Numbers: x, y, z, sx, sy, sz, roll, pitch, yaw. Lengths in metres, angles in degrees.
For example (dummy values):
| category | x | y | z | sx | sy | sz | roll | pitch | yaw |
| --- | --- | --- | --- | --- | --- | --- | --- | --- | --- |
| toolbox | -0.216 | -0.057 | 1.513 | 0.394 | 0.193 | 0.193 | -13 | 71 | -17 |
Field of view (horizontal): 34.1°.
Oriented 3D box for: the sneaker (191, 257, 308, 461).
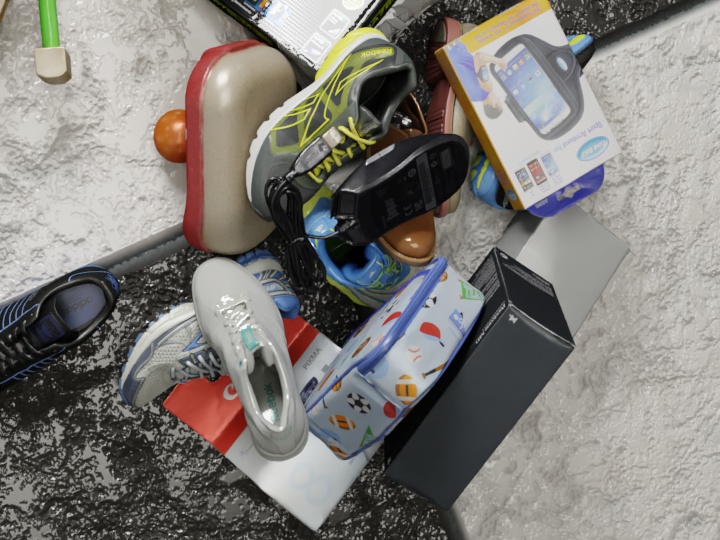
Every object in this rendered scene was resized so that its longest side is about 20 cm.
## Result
| category | x | y | z | sx | sy | sz | roll | pitch | yaw |
| --- | --- | --- | --- | --- | --- | --- | --- | --- | --- |
| sneaker | -0.097 | 0.066 | 1.046 | 0.074 | 0.089 | 0.202 | -24 | 69 | -8 |

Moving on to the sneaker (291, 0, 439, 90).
| category | x | y | z | sx | sy | sz | roll | pitch | yaw |
| --- | --- | --- | --- | --- | --- | --- | --- | --- | --- |
| sneaker | 0.011 | -0.240 | 1.166 | 0.198 | 0.075 | 0.083 | -26 | 107 | -1 |

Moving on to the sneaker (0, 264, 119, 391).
| category | x | y | z | sx | sy | sz | roll | pitch | yaw |
| --- | --- | --- | --- | --- | --- | --- | --- | --- | --- |
| sneaker | -0.311 | 0.060 | 1.086 | 0.199 | 0.078 | 0.071 | -37 | 103 | -11 |

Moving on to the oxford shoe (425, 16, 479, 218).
| category | x | y | z | sx | sy | sz | roll | pitch | yaw |
| --- | --- | --- | --- | --- | --- | --- | --- | --- | --- |
| oxford shoe | 0.106 | -0.153 | 1.195 | 0.074 | 0.070 | 0.203 | 4 | 93 | -19 |

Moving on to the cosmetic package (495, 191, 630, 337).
| category | x | y | z | sx | sy | sz | roll | pitch | yaw |
| --- | --- | --- | --- | --- | --- | --- | --- | --- | --- |
| cosmetic package | 0.177 | 0.026 | 1.222 | 0.106 | 0.090 | 0.201 | 37 | 81 | -14 |

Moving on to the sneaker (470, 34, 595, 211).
| category | x | y | z | sx | sy | sz | roll | pitch | yaw |
| --- | --- | --- | --- | --- | --- | --- | --- | --- | --- |
| sneaker | 0.187 | -0.154 | 1.223 | 0.082 | 0.071 | 0.201 | 27 | 91 | -22 |

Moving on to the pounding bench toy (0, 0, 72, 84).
| category | x | y | z | sx | sy | sz | roll | pitch | yaw |
| --- | --- | --- | --- | --- | --- | --- | --- | --- | --- |
| pounding bench toy | -0.324 | -0.272 | 1.033 | 0.198 | 0.124 | 0.158 | 22 | 88 | -16 |

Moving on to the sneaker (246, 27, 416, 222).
| category | x | y | z | sx | sy | sz | roll | pitch | yaw |
| --- | --- | --- | --- | --- | --- | --- | --- | --- | --- |
| sneaker | -0.027 | -0.126 | 1.038 | 0.074 | 0.084 | 0.201 | 35 | 89 | -40 |

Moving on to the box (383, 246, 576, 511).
| category | x | y | z | sx | sy | sz | roll | pitch | yaw |
| --- | --- | --- | --- | --- | --- | --- | --- | --- | --- |
| box | 0.103 | 0.099 | 1.094 | 0.078 | 0.141 | 0.201 | 32 | 109 | -9 |

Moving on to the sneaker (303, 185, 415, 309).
| category | x | y | z | sx | sy | sz | roll | pitch | yaw |
| --- | --- | --- | --- | --- | --- | --- | --- | --- | --- |
| sneaker | 0.000 | 0.000 | 1.132 | 0.076 | 0.105 | 0.199 | -46 | 128 | 9 |

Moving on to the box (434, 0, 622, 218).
| category | x | y | z | sx | sy | sz | roll | pitch | yaw |
| --- | --- | --- | --- | --- | --- | --- | --- | --- | --- |
| box | 0.171 | -0.155 | 1.155 | 0.118 | 0.041 | 0.202 | -30 | 94 | -8 |

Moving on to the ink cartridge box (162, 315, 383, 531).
| category | x | y | z | sx | sy | sz | roll | pitch | yaw |
| --- | --- | --- | --- | --- | --- | --- | --- | --- | --- |
| ink cartridge box | -0.072 | 0.136 | 1.177 | 0.200 | 0.047 | 0.161 | 41 | 82 | -17 |

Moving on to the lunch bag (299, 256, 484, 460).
| category | x | y | z | sx | sy | sz | roll | pitch | yaw |
| --- | --- | --- | --- | --- | --- | --- | --- | --- | --- |
| lunch bag | 0.025 | 0.080 | 1.081 | 0.075 | 0.200 | 0.161 | 40 | 52 | -6 |

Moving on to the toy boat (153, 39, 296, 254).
| category | x | y | z | sx | sy | sz | roll | pitch | yaw |
| --- | --- | --- | --- | --- | --- | --- | --- | --- | --- |
| toy boat | -0.139 | -0.118 | 1.108 | 0.130 | 0.129 | 0.203 | -29 | 128 | -54 |

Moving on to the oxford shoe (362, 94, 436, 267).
| category | x | y | z | sx | sy | sz | roll | pitch | yaw |
| --- | --- | --- | --- | --- | --- | --- | --- | --- | --- |
| oxford shoe | 0.039 | -0.092 | 1.118 | 0.070 | 0.072 | 0.202 | 7 | 49 | -19 |

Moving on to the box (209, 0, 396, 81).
| category | x | y | z | sx | sy | sz | roll | pitch | yaw |
| --- | --- | --- | --- | --- | --- | --- | --- | --- | --- |
| box | -0.051 | -0.307 | 1.111 | 0.199 | 0.048 | 0.194 | 38 | 86 | 10 |

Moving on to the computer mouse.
| category | x | y | z | sx | sy | sz | roll | pitch | yaw |
| --- | --- | --- | --- | --- | --- | --- | --- | --- | --- |
| computer mouse | 0.000 | -0.084 | 1.019 | 0.199 | 0.046 | 0.141 | -35 | 137 | -11 |

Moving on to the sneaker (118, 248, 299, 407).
| category | x | y | z | sx | sy | sz | roll | pitch | yaw |
| --- | --- | --- | --- | --- | --- | --- | --- | --- | --- |
| sneaker | -0.142 | 0.069 | 1.120 | 0.200 | 0.077 | 0.085 | -41 | 70 | -7 |
